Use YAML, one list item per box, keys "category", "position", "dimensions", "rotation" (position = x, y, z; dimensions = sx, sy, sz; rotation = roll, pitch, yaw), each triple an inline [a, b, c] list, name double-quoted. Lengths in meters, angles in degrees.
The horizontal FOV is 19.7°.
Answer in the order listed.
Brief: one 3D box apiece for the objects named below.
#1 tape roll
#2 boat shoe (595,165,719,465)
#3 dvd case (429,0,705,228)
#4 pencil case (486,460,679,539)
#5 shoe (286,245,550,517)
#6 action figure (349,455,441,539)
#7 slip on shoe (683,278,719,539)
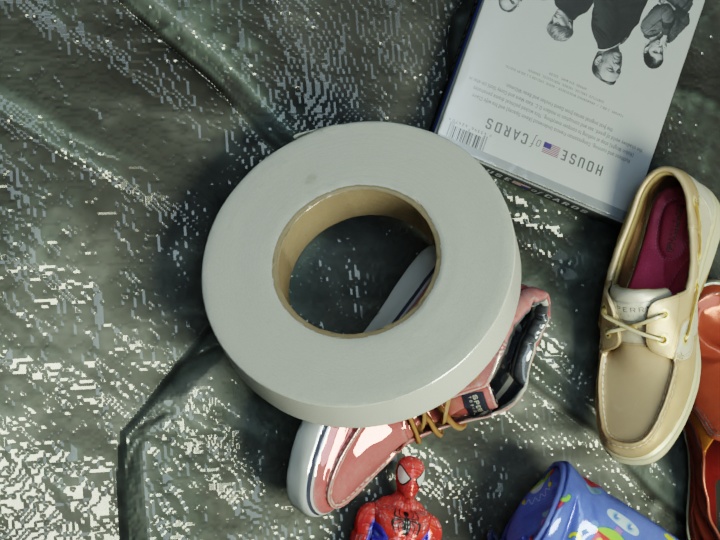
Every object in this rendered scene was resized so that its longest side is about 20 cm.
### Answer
- category: "tape roll"
  position: [0.000, 0.000, 1.300]
  dimensions: [0.203, 0.037, 0.203]
  rotation: [-5, 62, 10]
- category: "boat shoe"
  position: [0.186, 0.025, 1.358]
  dimensions: [0.074, 0.069, 0.200]
  rotation: [2, 69, 29]
- category: "dvd case"
  position: [0.144, -0.147, 1.411]
  dimensions: [0.150, 0.025, 0.200]
  rotation: [22, 77, -9]
- category: "pencil case"
  position: [0.181, 0.206, 1.336]
  dimensions: [0.200, 0.078, 0.087]
  rotation: [34, 58, -6]
- category: "shoe"
  position: [0.039, 0.079, 1.308]
  dimensions: [0.091, 0.071, 0.200]
  rotation: [22, 69, 31]
- category: "action figure"
  position: [0.019, 0.216, 1.314]
  dimensions: [0.065, 0.052, 0.200]
  rotation: [10, 77, -9]
- category: "slip on shoe"
  position: [0.246, 0.103, 1.377]
  dimensions: [0.074, 0.061, 0.200]
  rotation: [1, 80, -11]
